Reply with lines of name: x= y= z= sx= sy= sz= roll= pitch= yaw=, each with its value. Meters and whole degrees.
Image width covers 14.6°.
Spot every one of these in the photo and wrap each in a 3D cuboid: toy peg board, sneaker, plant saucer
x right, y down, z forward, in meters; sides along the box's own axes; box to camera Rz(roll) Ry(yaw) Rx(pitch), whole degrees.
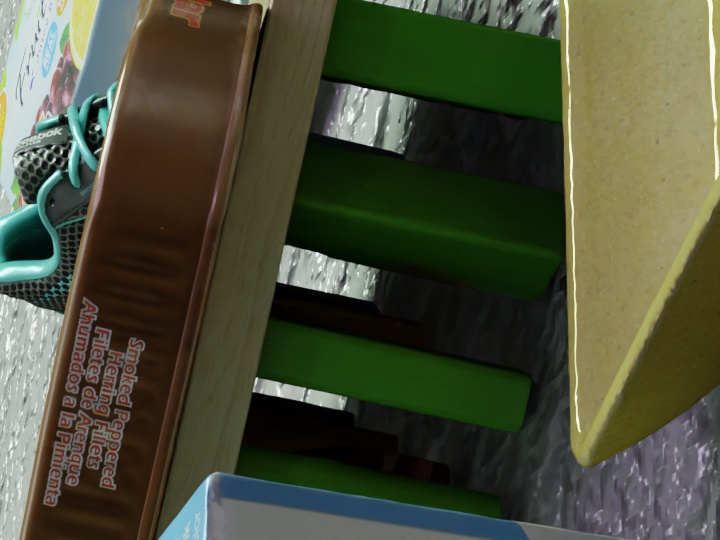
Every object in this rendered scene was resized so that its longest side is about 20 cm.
toy peg board: x=0.000 y=0.000 z=0.858 sx=0.199 sy=0.098 sz=0.200 roll=-132 pitch=55 yaw=-84
sneaker: x=-0.085 y=-0.040 z=1.071 sx=0.200 sy=0.091 sz=0.078 roll=121 pitch=151 yaw=-42
plant saucer: x=0.088 y=-0.080 z=0.646 sx=0.200 sy=0.048 sz=0.200 roll=106 pitch=166 yaw=-62

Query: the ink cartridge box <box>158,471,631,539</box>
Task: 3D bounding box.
ink cartridge box: x=-0.004 y=0.164 z=0.666 sx=0.200 sy=0.146 sz=0.146 roll=129 pitch=146 yaw=-50

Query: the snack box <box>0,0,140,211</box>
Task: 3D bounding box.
snack box: x=-0.108 y=-0.119 z=1.232 sx=0.142 sy=0.053 sz=0.200 roll=-128 pitch=52 yaw=-66

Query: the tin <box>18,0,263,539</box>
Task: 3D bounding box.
tin: x=-0.064 y=0.020 z=0.777 sx=0.112 sy=0.042 sz=0.200 roll=-80 pitch=3 yaw=-73
